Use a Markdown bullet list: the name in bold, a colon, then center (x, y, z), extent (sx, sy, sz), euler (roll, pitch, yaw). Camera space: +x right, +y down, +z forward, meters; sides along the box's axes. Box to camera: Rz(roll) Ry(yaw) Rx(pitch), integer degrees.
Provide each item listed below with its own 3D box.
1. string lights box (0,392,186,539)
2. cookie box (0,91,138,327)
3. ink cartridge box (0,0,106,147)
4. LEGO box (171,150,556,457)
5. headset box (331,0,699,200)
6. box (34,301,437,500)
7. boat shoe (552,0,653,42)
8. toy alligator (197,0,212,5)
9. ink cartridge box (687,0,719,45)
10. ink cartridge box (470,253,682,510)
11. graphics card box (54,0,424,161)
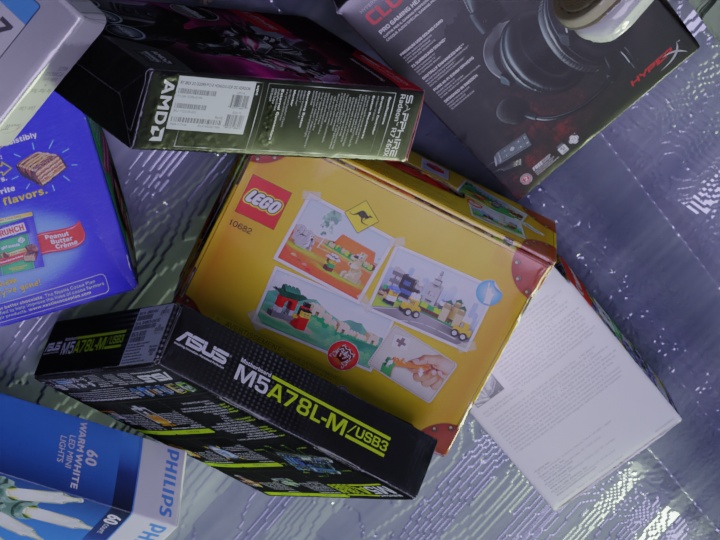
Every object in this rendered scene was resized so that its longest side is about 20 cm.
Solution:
- **string lights box**: center (-0.223, 0.131, 1.437), extent (0.199, 0.059, 0.103), euler (20, 143, -21)
- **cookie box**: center (-0.237, -0.067, 1.333), extent (0.170, 0.075, 0.201), euler (-15, 121, -3)
- **ink cartridge box**: center (-0.264, -0.135, 1.206), extent (0.200, 0.045, 0.176), euler (42, 104, 6)
- **LEGO box**: center (0.000, 0.000, 1.389), extent (0.199, 0.077, 0.150), euler (26, 111, -6)
- **headset box**: center (0.082, -0.165, 1.344), extent (0.149, 0.077, 0.200), euler (-39, 121, 11)
- **box**: center (-0.081, 0.085, 1.392), extent (0.192, 0.200, 0.048), euler (27, 73, -24)
- **boat shoe**: center (0.185, -0.201, 1.284), extent (0.068, 0.074, 0.201), euler (46, 69, -31)
- **toy alligator**: center (-0.057, -0.244, 1.278), extent (0.054, 0.059, 0.202), euler (2, 118, -12)
- **ink cartridge box**: center (0.264, -0.138, 1.324), extent (0.084, 0.200, 0.144), euler (-40, 119, 12)
- **ink cartridge box**: center (0.111, 0.052, 1.486), extent (0.109, 0.050, 0.200), euler (-36, 112, 10)
- **graphics card box**: center (-0.076, -0.109, 1.273), extent (0.199, 0.125, 0.051), euler (0, 116, -39)
